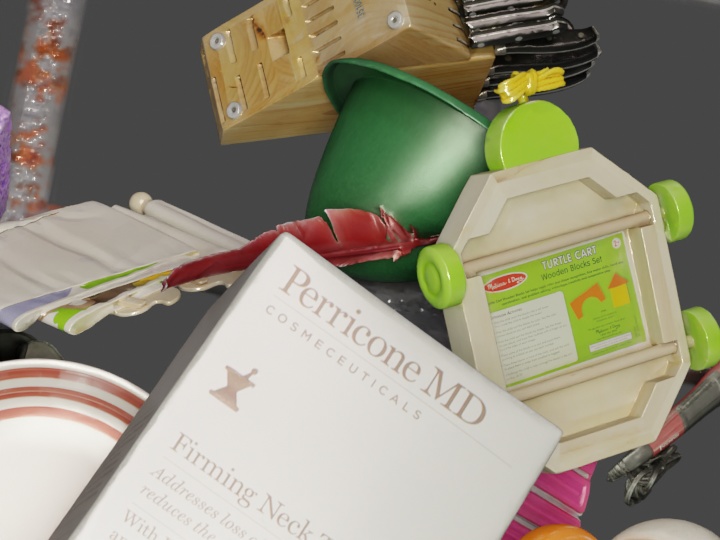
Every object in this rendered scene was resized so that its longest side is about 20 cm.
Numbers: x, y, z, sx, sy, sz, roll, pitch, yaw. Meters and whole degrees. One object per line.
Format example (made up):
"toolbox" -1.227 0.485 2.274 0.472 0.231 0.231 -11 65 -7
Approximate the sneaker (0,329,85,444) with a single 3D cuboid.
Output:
"sneaker" -0.161 0.081 1.378 0.199 0.091 0.067 25 64 2

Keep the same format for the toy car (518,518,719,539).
"toy car" 0.093 0.209 1.315 0.149 0.201 0.175 26 45 21

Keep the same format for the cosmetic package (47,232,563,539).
"cosmetic package" -0.042 0.123 1.258 0.167 0.166 0.201 35 71 -4

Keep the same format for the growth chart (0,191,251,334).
"growth chart" -0.153 -0.002 1.399 0.199 0.018 0.145 -14 29 -31

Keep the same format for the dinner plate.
"dinner plate" -0.160 0.144 1.321 0.199 0.024 0.202 3 78 -15

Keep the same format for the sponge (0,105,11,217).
"sponge" -0.280 -0.094 1.428 0.199 0.112 0.030 27 64 4

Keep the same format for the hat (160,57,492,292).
"hat" 0.000 0.000 1.419 0.199 0.166 0.177 36 76 -13

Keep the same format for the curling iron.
"curling iron" 0.200 0.062 1.481 0.026 0.050 0.200 42 60 10

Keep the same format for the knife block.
"knife block" 0.032 -0.123 1.534 0.199 0.175 0.064 -27 63 27

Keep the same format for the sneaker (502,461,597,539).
"sneaker" 0.086 0.093 1.428 0.081 0.088 0.200 40 83 -20

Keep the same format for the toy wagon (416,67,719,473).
"toy wagon" 0.101 -0.003 1.351 0.154 0.039 0.202 -15 95 -28
